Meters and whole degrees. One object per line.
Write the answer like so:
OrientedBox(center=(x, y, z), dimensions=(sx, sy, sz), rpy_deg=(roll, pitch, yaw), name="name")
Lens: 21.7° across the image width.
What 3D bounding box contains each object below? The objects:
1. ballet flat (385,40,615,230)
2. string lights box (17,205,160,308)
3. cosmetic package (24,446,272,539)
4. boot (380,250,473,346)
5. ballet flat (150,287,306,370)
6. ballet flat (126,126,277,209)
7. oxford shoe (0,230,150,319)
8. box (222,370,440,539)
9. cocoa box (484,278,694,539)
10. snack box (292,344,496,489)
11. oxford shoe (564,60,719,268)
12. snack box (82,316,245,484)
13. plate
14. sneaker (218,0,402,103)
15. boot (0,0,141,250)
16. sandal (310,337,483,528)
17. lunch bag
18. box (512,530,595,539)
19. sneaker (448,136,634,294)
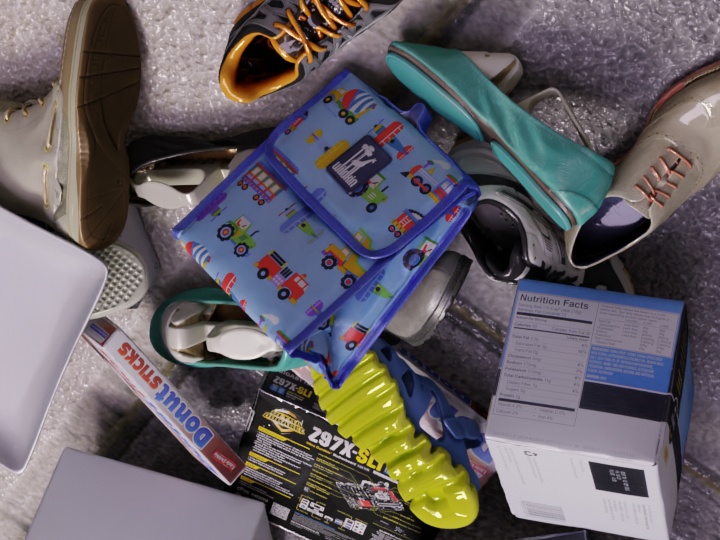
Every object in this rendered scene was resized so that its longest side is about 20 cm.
OrientedBox(center=(0.108, -0.115, 1.363), dimensions=(0.200, 0.070, 0.067), rpy_deg=(44, 174, 19), name="ballet flat")
OrientedBox(center=(-0.283, -0.021, 1.611), dimensions=(0.199, 0.059, 0.103), rpy_deg=(-1, 128, 23), name="string lights box")
OrientedBox(center=(-0.189, 0.279, 1.746), dimensions=(0.198, 0.124, 0.200), rpy_deg=(14, 153, 11), name="cosmetic package")
OrientedBox(center=(0.000, 0.000, 1.465), dimensions=(0.130, 0.068, 0.200), rpy_deg=(34, 162, -10), name="boot")
OrientedBox(center=(-0.117, 0.050, 1.567), dimensions=(0.199, 0.070, 0.068), rpy_deg=(0, 94, 36), name="ballet flat")
OrientedBox(center=(-0.106, -0.072, 1.490), dimensions=(0.199, 0.069, 0.068), rpy_deg=(-3, 127, 24), name="ballet flat")
OrientedBox(center=(-0.263, 0.009, 1.554), dimensions=(0.198, 0.058, 0.076), rpy_deg=(-7, 83, 17), name="oxford shoe")
OrientedBox(center=(-0.014, 0.183, 1.681), dimensions=(0.199, 0.049, 0.160), rpy_deg=(23, 130, 3), name="box")
OrientedBox(center=(0.181, 0.109, 1.437), dimensions=(0.132, 0.132, 0.200), rpy_deg=(8, 158, 15), name="cocoa box")
OrientedBox(center=(0.034, 0.109, 1.586), dimensions=(0.200, 0.024, 0.072), rpy_deg=(38, 106, -3), name="snack box")
OrientedBox(center=(0.221, -0.070, 1.349), dimensions=(0.071, 0.074, 0.200), rpy_deg=(35, 124, -9), name="oxford shoe")
OrientedBox(center=(-0.174, 0.106, 1.612), dimensions=(0.072, 0.024, 0.200), rpy_deg=(29, 161, 50), name="snack box")
OrientedBox(center=(-0.316, 0.033, 1.521), dimensions=(0.199, 0.032, 0.201), rpy_deg=(28, 109, 9), name="plate")
OrientedBox(center=(-0.031, -0.185, 1.360), dimensions=(0.078, 0.077, 0.200), rpy_deg=(41, 130, -13), name="sneaker")
OrientedBox(center=(-0.252, -0.129, 1.493), dimensions=(0.154, 0.072, 0.202), rpy_deg=(17, 110, 35), name="boot")
OrientedBox(center=(0.034, 0.113, 1.521), dimensions=(0.079, 0.087, 0.200), rpy_deg=(-21, 113, 37), name="sandal")
OrientedBox(center=(-0.013, -0.042, 1.394), dimensions=(0.151, 0.200, 0.094), rpy_deg=(43, -179, 31), name="lunch bag")
OrientedBox(center=(0.117, 0.300, 1.590), dimensions=(0.197, 0.124, 0.200), rpy_deg=(-10, 165, 10), name="box")
OrientedBox(center=(0.129, -0.009, 1.436), dimensions=(0.200, 0.088, 0.075), rpy_deg=(42, 129, -17), name="sneaker")
